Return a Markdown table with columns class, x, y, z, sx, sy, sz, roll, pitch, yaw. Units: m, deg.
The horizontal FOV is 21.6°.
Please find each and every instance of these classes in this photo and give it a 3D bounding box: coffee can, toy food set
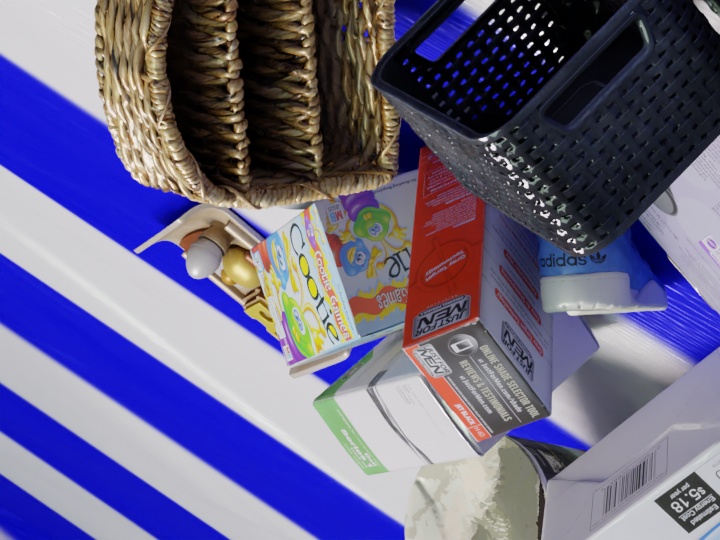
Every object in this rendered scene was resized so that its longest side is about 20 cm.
| class | x | y | z | sx | sy | sz | roll | pitch | yaw |
| --- | --- | --- | --- | --- | --- | --- | --- | --- | --- |
| coffee can | 0.154 | 0.214 | 1.541 | 0.146 | 0.147 | 0.199 | 11 | 177 | 44 |
| toy food set | -0.109 | 0.024 | 1.747 | 0.200 | 0.061 | 0.143 | 41 | 156 | -11 |

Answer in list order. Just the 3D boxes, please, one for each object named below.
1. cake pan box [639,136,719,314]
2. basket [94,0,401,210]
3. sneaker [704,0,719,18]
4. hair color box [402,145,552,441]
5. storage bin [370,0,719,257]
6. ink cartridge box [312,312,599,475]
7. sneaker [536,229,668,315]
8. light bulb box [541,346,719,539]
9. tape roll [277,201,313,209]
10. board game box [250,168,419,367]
| class | x | y | z | sx | sy | sz | roll | pitch | yaw |
| --- | --- | --- | --- | --- | --- | --- | --- | --- | --- |
| cake pan box | 0.247 | -0.029 | 1.111 | 0.200 | 0.052 | 0.184 | 50 | 159 | 6 |
| basket | -0.073 | -0.140 | 1.196 | 0.148 | 0.142 | 0.201 | 18 | 121 | 35 |
| sneaker | 0.220 | -0.123 | 0.975 | 0.200 | 0.089 | 0.077 | 43 | 156 | -18 |
| hair color box | 0.082 | 0.003 | 1.269 | 0.061 | 0.201 | 0.102 | -22 | 126 | 24 |
| storage bin | 0.106 | -0.105 | 1.041 | 0.094 | 0.135 | 0.200 | 45 | 178 | -23 |
| ink cartridge box | 0.073 | 0.081 | 1.484 | 0.085 | 0.146 | 0.200 | 54 | 155 | -8 |
| sneaker | 0.162 | -0.027 | 1.278 | 0.076 | 0.112 | 0.200 | -4 | 177 | 20 |
| light bulb box | 0.268 | 0.194 | 1.365 | 0.200 | 0.125 | 0.198 | 41 | 118 | -13 |
| tape roll | -0.087 | -0.135 | 1.405 | 0.199 | 0.066 | 0.201 | 29 | 156 | 14 |
| board game box | 0.000 | 0.000 | 1.427 | 0.200 | 0.104 | 0.104 | 152 | 100 | -71 |
